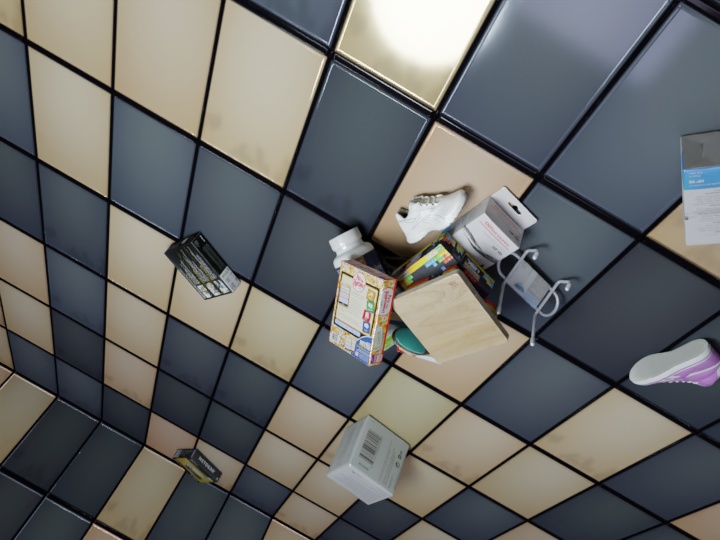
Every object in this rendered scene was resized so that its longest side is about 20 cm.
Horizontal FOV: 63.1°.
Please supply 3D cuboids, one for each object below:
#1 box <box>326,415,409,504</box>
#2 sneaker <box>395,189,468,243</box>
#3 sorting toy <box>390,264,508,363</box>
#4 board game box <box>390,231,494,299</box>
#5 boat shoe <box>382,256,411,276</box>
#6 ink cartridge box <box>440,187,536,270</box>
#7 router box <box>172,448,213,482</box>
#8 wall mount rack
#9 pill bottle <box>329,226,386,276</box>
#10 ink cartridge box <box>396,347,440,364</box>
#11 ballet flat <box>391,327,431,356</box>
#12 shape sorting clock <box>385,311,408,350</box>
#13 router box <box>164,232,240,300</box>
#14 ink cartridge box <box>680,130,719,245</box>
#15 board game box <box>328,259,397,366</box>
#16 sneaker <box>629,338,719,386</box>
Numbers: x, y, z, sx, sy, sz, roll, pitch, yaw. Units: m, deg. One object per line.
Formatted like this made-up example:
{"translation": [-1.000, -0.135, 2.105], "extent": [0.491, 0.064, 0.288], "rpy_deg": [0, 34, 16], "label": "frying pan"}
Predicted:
{"translation": [0.027, 0.657, 2.026], "extent": [0.199, 0.201, 0.171], "rpy_deg": [38, 137, -11], "label": "box"}
{"translation": [0.155, -0.132, 1.319], "extent": [0.198, 0.075, 0.087], "rpy_deg": [-29, 109, 42], "label": "sneaker"}
{"translation": [0.202, 0.092, 1.310], "extent": [0.198, 0.070, 0.200], "rpy_deg": [-26, 112, 40], "label": "sorting toy"}
{"translation": [0.181, 0.029, 1.358], "extent": [0.165, 0.057, 0.199], "rpy_deg": [44, 134, -8], "label": "board game box"}
{"translation": [0.142, 0.002, 1.450], "extent": [0.196, 0.073, 0.065], "rpy_deg": [7, 139, 30], "label": "boat shoe"}
{"translation": [0.278, -0.080, 1.304], "extent": [0.116, 0.068, 0.199], "rpy_deg": [40, 136, -12], "label": "ink cartridge box"}
{"translation": [-0.782, 0.936, 2.811], "extent": [0.155, 0.053, 0.201], "rpy_deg": [-14, 123, 36], "label": "router box"}
{"translation": [0.376, 0.057, 1.312], "extent": [0.199, 0.175, 0.074], "rpy_deg": [39, 173, -15], "label": "wall mount rack"}
{"translation": [0.000, 0.000, 1.459], "extent": [0.110, 0.110, 0.203], "rpy_deg": [-23, 94, 40], "label": "pill bottle"}
{"translation": [0.193, 0.143, 1.545], "extent": [0.172, 0.085, 0.203], "rpy_deg": [14, 135, 14], "label": "ink cartridge box"}
{"translation": [0.152, 0.189, 1.462], "extent": [0.196, 0.069, 0.067], "rpy_deg": [14, 149, -24], "label": "ballet flat"}
{"translation": [0.048, 0.149, 1.486], "extent": [0.195, 0.040, 0.201], "rpy_deg": [-2, 147, -1], "label": "shape sorting clock"}
{"translation": [-0.477, -0.008, 1.769], "extent": [0.147, 0.051, 0.201], "rpy_deg": [-13, 123, 37], "label": "router box"}
{"translation": [0.615, -0.128, 1.051], "extent": [0.065, 0.117, 0.202], "rpy_deg": [-3, 128, 28], "label": "ink cartridge box"}
{"translation": [0.002, 0.095, 1.357], "extent": [0.150, 0.046, 0.205], "rpy_deg": [25, 111, 44], "label": "board game box"}
{"translation": [0.743, 0.244, 1.370], "extent": [0.114, 0.073, 0.199], "rpy_deg": [41, 136, -18], "label": "sneaker"}
